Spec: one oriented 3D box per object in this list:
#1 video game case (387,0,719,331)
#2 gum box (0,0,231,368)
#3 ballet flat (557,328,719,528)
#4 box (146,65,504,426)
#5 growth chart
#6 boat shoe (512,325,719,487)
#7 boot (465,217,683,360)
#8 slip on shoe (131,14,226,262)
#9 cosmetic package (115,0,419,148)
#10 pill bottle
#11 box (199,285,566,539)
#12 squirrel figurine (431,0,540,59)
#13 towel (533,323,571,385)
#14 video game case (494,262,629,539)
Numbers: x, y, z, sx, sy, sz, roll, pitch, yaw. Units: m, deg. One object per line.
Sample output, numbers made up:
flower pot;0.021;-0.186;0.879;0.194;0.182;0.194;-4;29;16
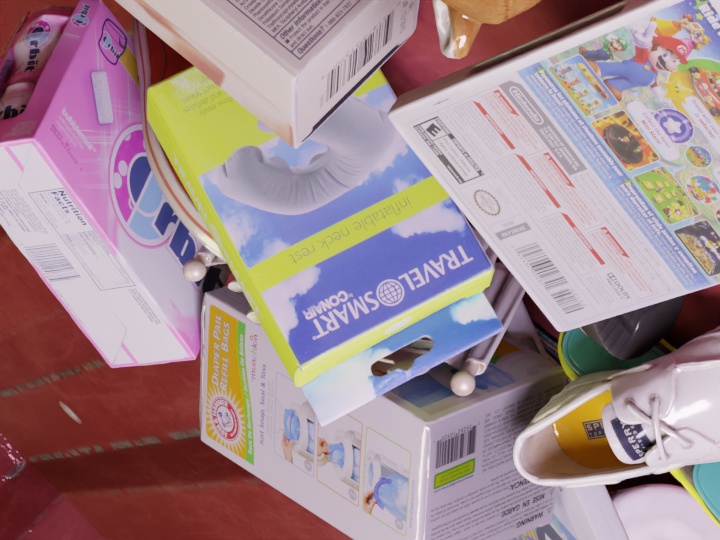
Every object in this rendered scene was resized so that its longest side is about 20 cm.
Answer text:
video game case;0.123;-0.049;1.104;0.200;0.018;0.143;-19;118;45
gum box;-0.151;-0.051;1.446;0.066;0.114;0.200;-7;135;30
ballet flat;0.192;0.090;1.360;0.200;0.067;0.067;42;-175;15
box;-0.018;-0.033;1.327;0.200;0.122;0.048;60;169;13
growth chart;0.000;0.000;1.402;0.199;0.145;0.018;21;134;21
boat shoe;0.156;0.076;1.273;0.200;0.070;0.071;-16;101;47
boot;0.079;-0.050;1.259;0.138;0.077;0.200;39;160;41
slip on shoe;-0.082;-0.090;1.398;0.074;0.061;0.201;23;-136;-45
cosmetic package;-0.074;-0.170;1.266;0.200;0.103;0.087;41;162;13
pill bottle;0.161;0.200;1.586;0.111;0.111;0.200;45;163;-3
box;0.009;0.078;1.428;0.200;0.112;0.102;28;125;41
squirrel figurine;0.006;-0.183;1.053;0.186;0.142;0.200;37;179;-12
towel;0.093;0.070;1.590;0.147;0.022;0.200;41;163;14
video game case;0.086;0.109;1.496;0.183;0.022;0.200;67;160;12
